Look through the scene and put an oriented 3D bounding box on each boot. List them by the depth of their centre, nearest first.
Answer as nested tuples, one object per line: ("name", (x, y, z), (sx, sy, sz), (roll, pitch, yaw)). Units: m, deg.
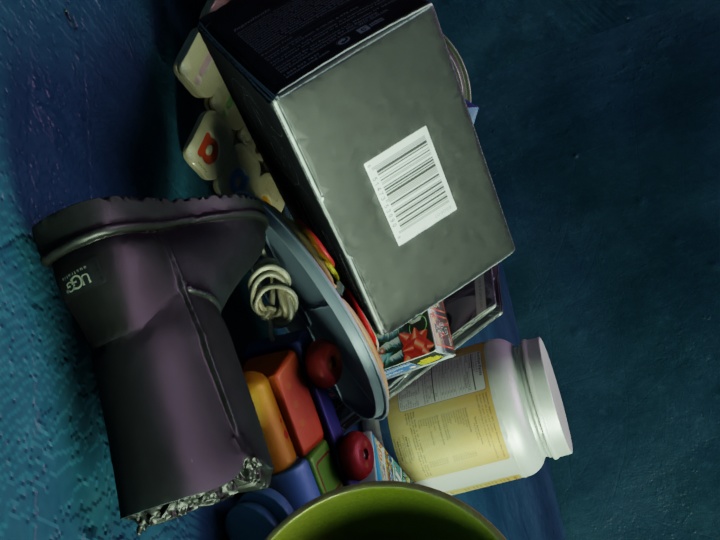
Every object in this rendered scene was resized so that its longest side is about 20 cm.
("boot", (-0.094, 0.046, 0.534), (0.200, 0.075, 0.171), (-10, 80, -70))

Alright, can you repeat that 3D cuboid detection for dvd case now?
("dvd case", (0.052, 0.056, 0.879), (0.016, 0.199, 0.149), (44, 23, -16))

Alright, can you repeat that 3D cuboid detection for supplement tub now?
("supplement tub", (0.112, 0.157, 0.974), (0.145, 0.197, 0.147), (-17, 90, -77))

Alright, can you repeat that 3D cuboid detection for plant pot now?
("plant pot", (0.022, 0.262, 0.590), (0.201, 0.183, 0.190), (79, 3, -56))

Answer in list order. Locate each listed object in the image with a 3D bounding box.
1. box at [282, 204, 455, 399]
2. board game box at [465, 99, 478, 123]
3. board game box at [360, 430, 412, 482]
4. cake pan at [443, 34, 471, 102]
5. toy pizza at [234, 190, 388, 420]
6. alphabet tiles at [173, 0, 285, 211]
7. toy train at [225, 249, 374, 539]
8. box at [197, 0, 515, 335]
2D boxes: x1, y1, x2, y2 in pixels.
("box", (0.000, 0.000, 0.836), (0.040, 0.135, 0.203), (18, 55, -55))
("board game box", (0.041, -0.107, 0.978), (0.034, 0.203, 0.135), (-9, 37, -40))
("board game box", (0.023, 0.254, 0.796), (0.201, 0.063, 0.149), (56, 21, -49))
("cake pan", (0.033, -0.197, 1.071), (0.037, 0.197, 0.203), (-93, 164, -80))
("toy pizza", (-0.033, 0.023, 0.693), (0.201, 0.031, 0.201), (50, -17, 22))
("alphabet tiles", (-0.077, -0.139, 0.773), (0.200, 0.014, 0.198), (49, 53, -46))
("toy train", (-0.070, 0.081, 0.614), (0.116, 0.083, 0.203), (-38, 111, -61))
("box", (-0.006, -0.099, 0.673), (0.197, 0.123, 0.202), (47, -14, 54))
